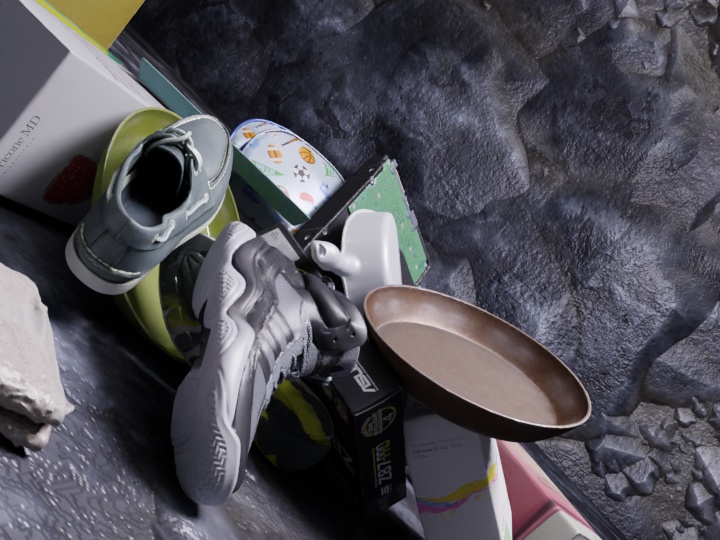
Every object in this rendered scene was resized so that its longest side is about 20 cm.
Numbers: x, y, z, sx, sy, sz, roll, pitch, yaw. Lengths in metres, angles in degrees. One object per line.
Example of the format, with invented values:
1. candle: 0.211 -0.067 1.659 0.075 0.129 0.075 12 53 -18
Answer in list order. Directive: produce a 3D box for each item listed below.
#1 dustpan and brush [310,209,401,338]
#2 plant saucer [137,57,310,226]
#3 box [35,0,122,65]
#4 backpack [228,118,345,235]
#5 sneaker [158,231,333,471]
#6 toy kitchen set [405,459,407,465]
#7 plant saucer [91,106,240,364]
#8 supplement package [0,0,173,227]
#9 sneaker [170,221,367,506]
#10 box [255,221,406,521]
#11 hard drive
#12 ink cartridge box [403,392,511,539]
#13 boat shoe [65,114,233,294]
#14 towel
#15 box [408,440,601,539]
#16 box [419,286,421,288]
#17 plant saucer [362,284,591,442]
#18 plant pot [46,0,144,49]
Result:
1. dustpan and brush: 0.000 0.000 0.785 0.200 0.056 0.142 55 31 -76
2. plant saucer: -0.123 -0.111 0.809 0.200 0.019 0.070 45 -2 -7
3. box: -0.296 -0.178 0.777 0.048 0.118 0.200 38 1 27
4. backpack: -0.102 -0.063 0.937 0.200 0.153 0.192 42 40 -24
5. sneaker: -0.095 0.062 0.686 0.202 0.074 0.085 62 -11 -13
6. toy kitchen set: 0.002 0.134 0.940 0.164 0.180 0.201 48 -35 12
7. plant saucer: -0.150 -0.024 0.701 0.200 0.031 0.204 -12 90 -70
8. supplement package: -0.241 -0.121 0.720 0.120 0.122 0.200 43 4 21
9. sneaker: -0.053 0.062 0.574 0.112 0.076 0.202 21 43 -23
10. box: -0.031 0.082 0.744 0.201 0.049 0.163 52 -21 36
11. hard drive: 0.001 -0.010 0.894 0.200 0.037 0.142 -51 127 -47
12. ink cartridge box: 0.080 0.151 0.762 0.117 0.066 0.203 -62 140 -71
13. boat shoe: -0.128 -0.061 0.615 0.073 0.062 0.201 39 36 -9
14. towel: -0.219 -0.003 0.407 0.200 0.035 0.133 41 5 -38
15. box: 0.162 0.265 0.954 0.128 0.109 0.200 41 5 -41
16. box: 0.007 0.061 1.125 0.200 0.152 0.106 43 4 -20
17. plant saucer: 0.087 0.076 0.714 0.197 0.035 0.201 21 19 -7
18. plant pot: -0.370 -0.305 0.902 0.194 0.196 0.200 45 14 14
